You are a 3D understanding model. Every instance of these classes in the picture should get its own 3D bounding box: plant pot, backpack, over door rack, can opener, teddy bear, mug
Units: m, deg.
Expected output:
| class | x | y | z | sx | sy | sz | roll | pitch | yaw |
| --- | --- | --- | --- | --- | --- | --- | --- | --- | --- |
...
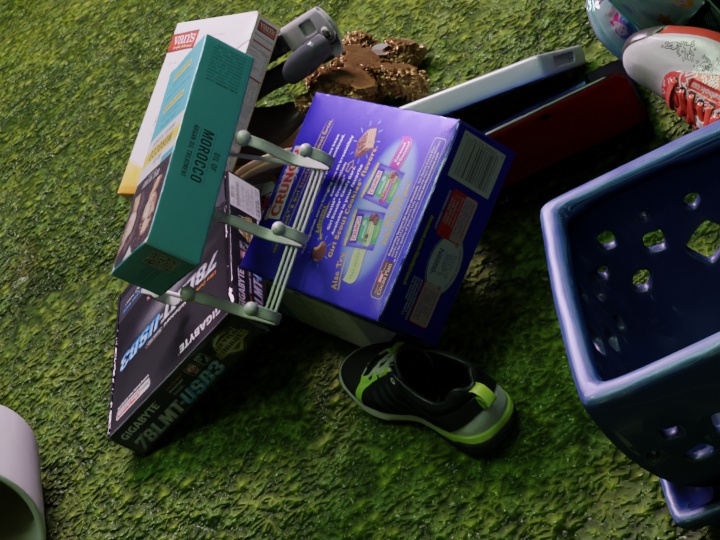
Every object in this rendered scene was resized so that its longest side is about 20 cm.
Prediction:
| class | x | y | z | sx | sy | sz | roll | pitch | yaw |
| --- | --- | --- | --- | --- | --- | --- | --- | --- | --- |
| plant pot | 0.248 | 0.037 | 0.922 | 0.198 | 0.181 | 0.201 | -24 | 35 | 16 |
| backpack | 0.280 | -0.259 | 1.229 | 0.150 | 0.199 | 0.179 | -31 | 30 | 43 |
| over door rack | -0.116 | -0.038 | 1.183 | 0.199 | 0.066 | 0.150 | 8 | 75 | 53 |
| can opener | -0.088 | -0.212 | 1.451 | 0.067 | 0.054 | 0.199 | -42 | 13 | -35 |
| teddy bear | 0.004 | -0.198 | 1.487 | 0.143 | 0.068 | 0.201 | 2 | 28 | 1 |
| mug | -0.374 | 0.206 | 1.298 | 0.184 | 0.151 | 0.154 | -24 | 28 | 5 |

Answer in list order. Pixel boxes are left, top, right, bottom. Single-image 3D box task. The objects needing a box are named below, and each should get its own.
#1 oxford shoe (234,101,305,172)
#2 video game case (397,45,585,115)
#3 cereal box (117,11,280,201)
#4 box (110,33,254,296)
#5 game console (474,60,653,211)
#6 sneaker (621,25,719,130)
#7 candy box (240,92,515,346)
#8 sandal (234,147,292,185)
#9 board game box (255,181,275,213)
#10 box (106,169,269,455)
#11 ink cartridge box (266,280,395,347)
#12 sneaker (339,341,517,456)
| class | x | y | z | sx | sy | sz | roll | pitch | yaw |
| --- | --- | --- | --- | --- | --- | --- | --- | --- | --- |
| oxford shoe | -0.142 | -0.148 | 1.505 | 0.198 | 0.073 | 0.072 | -17 | 36 | 21 |
| video game case | 0.104 | -0.166 | 1.343 | 0.198 | 0.024 | 0.182 | -18 | 4 | 24 |
| cereal box | -0.167 | -0.164 | 1.448 | 0.143 | 0.039 | 0.203 | 2 | 71 | 47 |
| box | -0.146 | -0.088 | 1.165 | 0.082 | 0.049 | 0.203 | -32 | 40 | 54 |
| game console | 0.149 | -0.138 | 1.266 | 0.198 | 0.119 | 0.174 | -24 | 37 | 15 |
| sneaker | 0.290 | -0.126 | 1.133 | 0.199 | 0.068 | 0.109 | 20 | 61 | 21 |
| candy box | 0.010 | -0.048 | 1.157 | 0.199 | 0.077 | 0.171 | 20 | 86 | 50 |
| sandal | -0.028 | -0.091 | 1.383 | 0.197 | 0.080 | 0.055 | -3 | 83 | 3 |
| board game box | -0.096 | -0.059 | 1.457 | 0.125 | 0.035 | 0.201 | 2 | 49 | 43 |
| box | -0.163 | 0.038 | 1.325 | 0.200 | 0.049 | 0.200 | -45 | 30 | 29 |
| ink cartridge box | 0.000 | 0.000 | 1.275 | 0.116 | 0.068 | 0.199 | -51 | 37 | -15 |
| sneaker | 0.047 | 0.080 | 1.129 | 0.199 | 0.083 | 0.072 | 15 | 57 | 48 |
